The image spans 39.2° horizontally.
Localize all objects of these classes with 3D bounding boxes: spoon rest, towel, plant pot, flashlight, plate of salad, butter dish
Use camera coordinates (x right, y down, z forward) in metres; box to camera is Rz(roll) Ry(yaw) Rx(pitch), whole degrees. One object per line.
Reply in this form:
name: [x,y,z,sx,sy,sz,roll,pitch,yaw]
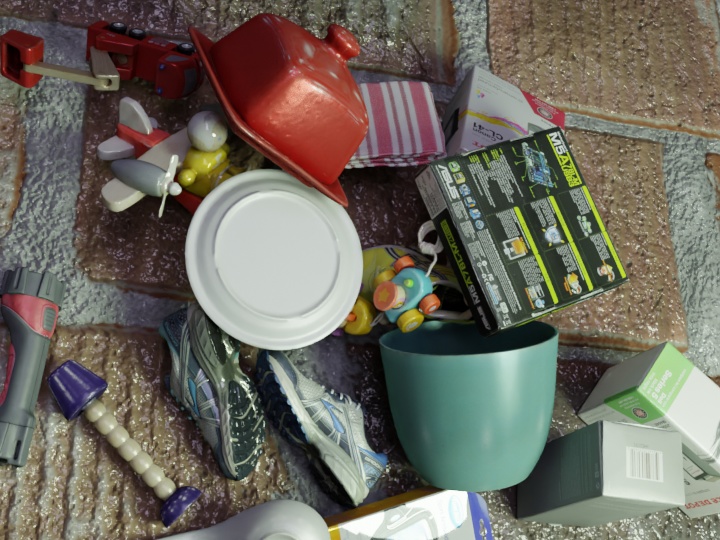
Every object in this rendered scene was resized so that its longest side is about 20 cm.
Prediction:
spoon rest: [-0.129,0.289,1.047,0.198,0.061,0.100,-3,96,-6]
towel: [-0.001,-0.176,1.241,0.198,0.030,0.147,-4,48,-3]
plant pot: [0.125,0.150,1.131,0.199,0.200,0.163,-8,99,-21]
flashlight: [-0.361,0.100,1.056,0.067,0.068,0.202,15,71,-18]
plate of salad: [-0.094,-0.011,1.101,0.198,0.048,0.202,5,74,-18]
butter dish: [-0.062,-0.202,1.090,0.199,0.148,0.201,35,19,-44]

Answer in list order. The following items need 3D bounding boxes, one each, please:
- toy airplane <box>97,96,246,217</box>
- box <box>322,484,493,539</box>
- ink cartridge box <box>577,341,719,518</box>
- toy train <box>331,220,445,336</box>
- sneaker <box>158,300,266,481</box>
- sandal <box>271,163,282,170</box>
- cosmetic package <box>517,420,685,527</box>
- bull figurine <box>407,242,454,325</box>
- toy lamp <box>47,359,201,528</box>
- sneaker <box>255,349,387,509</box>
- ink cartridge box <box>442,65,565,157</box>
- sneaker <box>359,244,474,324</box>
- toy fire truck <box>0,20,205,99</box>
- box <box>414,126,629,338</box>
toy airplane: [-0.198,-0.134,1.149,0.197,0.141,0.201,8,50,-27]
box: [0.053,0.309,1.113,0.198,0.041,0.120,-12,94,-24]
ink cartridge box: [0.388,0.197,1.227,0.200,0.146,0.084,42,64,0]
toy train: [0.000,0.000,1.154,0.055,0.199,0.152,6,84,-53]
sneaker: [-0.165,0.133,1.111,0.077,0.086,0.202,-18,95,-65]
sandal: [-0.055,-0.144,1.257,0.076,0.043,0.201,31,64,-6]
cosmetic package: [0.264,0.235,1.143,0.106,0.200,0.091,10,69,-18]
bull figurine: [0.145,-0.017,1.269,0.200,0.065,0.122,-37,82,-28]
toy lamp: [-0.251,0.178,1.066,0.200,0.058,0.058,47,63,0]
sneaker: [-0.043,0.165,1.139,0.085,0.077,0.201,-36,95,-31]
ink cartridge box: [0.177,-0.150,1.279,0.147,0.086,0.201,26,40,-10]
sneaker: [0.062,0.015,1.181,0.198,0.076,0.076,8,100,18]
toy fire truck: [-0.292,-0.238,1.163,0.198,0.049,0.141,19,33,8]
box: [0.182,-0.047,1.132,0.192,0.047,0.201,-18,79,-30]
